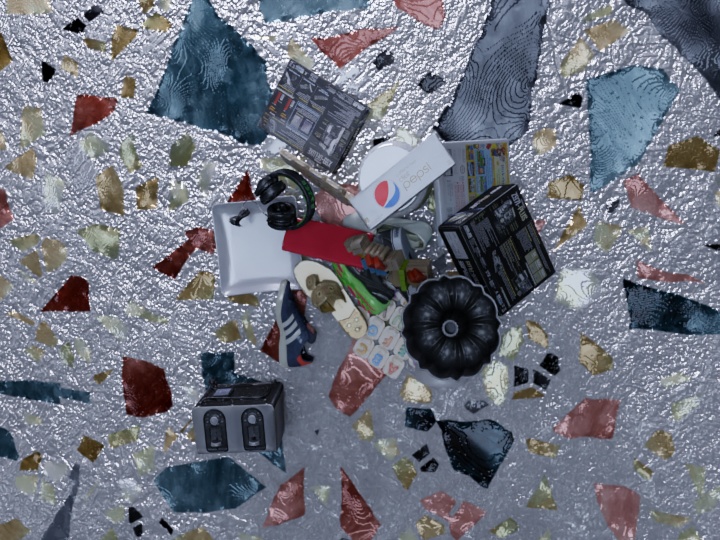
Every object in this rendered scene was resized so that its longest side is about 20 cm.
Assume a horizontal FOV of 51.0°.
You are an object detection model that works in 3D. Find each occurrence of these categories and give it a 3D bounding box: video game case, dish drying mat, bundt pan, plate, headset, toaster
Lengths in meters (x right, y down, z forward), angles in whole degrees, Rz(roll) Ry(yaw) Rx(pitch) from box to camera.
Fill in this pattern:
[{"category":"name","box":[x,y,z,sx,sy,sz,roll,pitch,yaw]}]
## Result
[{"category":"video game case","box":[0.229,-0.159,1.530,0.178,0.023,0.206,-7,96,-25]},{"category":"dish drying mat","box":[-0.069,-0.059,1.583,0.195,0.018,0.079,13,77,19]},{"category":"bundt pan","box":[0.179,0.105,1.454,0.196,0.076,0.208,2,96,18]},{"category":"plate","box":[-0.222,-0.054,1.659,0.194,0.032,0.205,-5,96,10]},{"category":"headset","box":[-0.184,-0.135,1.565,0.197,0.094,0.126,-10,110,39]},{"category":"toaster","box":[-0.258,0.313,1.634,0.175,0.200,0.122,-2,99,2]}]

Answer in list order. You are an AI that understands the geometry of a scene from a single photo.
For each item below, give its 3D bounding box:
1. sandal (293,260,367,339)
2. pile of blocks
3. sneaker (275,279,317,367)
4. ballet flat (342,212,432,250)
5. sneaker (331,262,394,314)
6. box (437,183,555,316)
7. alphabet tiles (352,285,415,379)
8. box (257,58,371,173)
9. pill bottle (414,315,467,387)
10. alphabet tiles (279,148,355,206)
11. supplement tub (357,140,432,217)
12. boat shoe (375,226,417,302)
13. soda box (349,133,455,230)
[{"category":"sandal","box":[-0.062,0.062,1.603,0.077,0.070,0.212,-42,92,7]},{"category":"pile of blocks","box":[0.050,-0.004,1.491,0.196,0.062,0.084,22,123,10]},{"category":"sneaker","box":[-0.136,0.115,1.636,0.082,0.075,0.205,1,115,7]},{"category":"ballet flat","box":[0.053,-0.080,1.586,0.194,0.069,0.071,8,97,7]},{"category":"sneaker","box":[0.000,0.000,1.612,0.083,0.077,0.202,-32,78,-21]},{"category":"box","box":[0.270,-0.041,1.495,0.162,0.086,0.203,-35,106,-20]},{"category":"alphabet tiles","box":[0.075,0.124,1.638,0.197,0.015,0.198,32,100,4]},{"category":"box","box":[-0.098,-0.325,1.601,0.197,0.050,0.160,31,100,5]},{"category":"pill bottle","box":[0.172,0.129,1.559,0.111,0.114,0.206,4,96,9]},{"category":"alphabet tiles","box":[-0.077,-0.182,1.538,0.198,0.196,0.015,34,89,5]},{"category":"supplement tub","box":[0.071,-0.182,1.511,0.141,0.200,0.149,1,96,9]},{"category":"boat shoe","box":[0.080,0.004,1.563,0.066,0.075,0.202,-9,128,20]},{"category":"soda box","box":[0.077,-0.160,1.378,0.198,0.064,0.069,-37,90,11]}]
